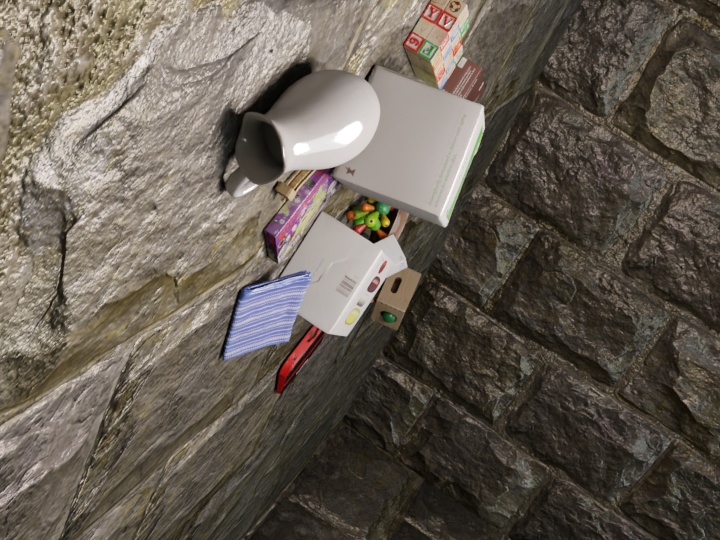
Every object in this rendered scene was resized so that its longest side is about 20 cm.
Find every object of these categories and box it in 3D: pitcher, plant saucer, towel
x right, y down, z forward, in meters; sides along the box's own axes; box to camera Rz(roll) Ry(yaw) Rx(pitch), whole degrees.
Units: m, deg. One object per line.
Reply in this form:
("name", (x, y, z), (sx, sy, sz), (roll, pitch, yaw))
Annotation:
("pitcher", (-0.079, -0.172, 1.073), (0.200, 0.121, 0.171), (-35, 179, -40))
("plant saucer", (0.073, -0.122, 1.927), (0.200, 0.034, 0.201), (-158, -90, -77))
("towel", (-0.169, 0.084, 1.494), (0.144, 0.024, 0.200), (-16, 145, -34))

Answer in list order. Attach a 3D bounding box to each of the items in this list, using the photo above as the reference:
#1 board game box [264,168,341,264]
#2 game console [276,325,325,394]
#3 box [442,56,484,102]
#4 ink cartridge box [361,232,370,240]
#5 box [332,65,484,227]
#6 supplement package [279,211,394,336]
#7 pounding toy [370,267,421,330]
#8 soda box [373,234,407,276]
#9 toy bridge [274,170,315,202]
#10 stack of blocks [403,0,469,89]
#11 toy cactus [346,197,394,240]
("board game box", (-0.092, -0.113, 1.405), (0.200, 0.032, 0.120), (-54, 166, -18))
("game console", (-0.154, 0.220, 2.172), (0.200, 0.031, 0.177), (-51, 173, -28))
("box", (0.229, -0.414, 1.899), (0.100, 0.075, 0.200), (-57, 169, 5))
("ink cartridge box", (-0.031, 0.034, 2.004), (0.200, 0.084, 0.176), (-47, 166, -49))
("box", (0.087, -0.205, 1.402), (0.171, 0.199, 0.200), (16, 96, -79))
("supplement package", (-0.051, 0.013, 1.649), (0.192, 0.147, 0.200), (-57, 169, 1))
("pounding toy", (0.091, 0.089, 2.718), (0.184, 0.142, 0.201), (106, 9, -62))
("soda box", (0.000, 0.000, 1.822), (0.199, 0.068, 0.064), (-26, 163, -1))
("toy bridge", (-0.066, -0.190, 1.281), (0.200, 0.027, 0.067), (-56, 172, -2))
("stack of blocks", (0.144, -0.414, 1.508), (0.115, 0.058, 0.200), (-58, 170, 3))
("toy cactus", (0.055, -0.137, 1.776), (0.165, 0.102, 0.200), (-40, 177, 16))
